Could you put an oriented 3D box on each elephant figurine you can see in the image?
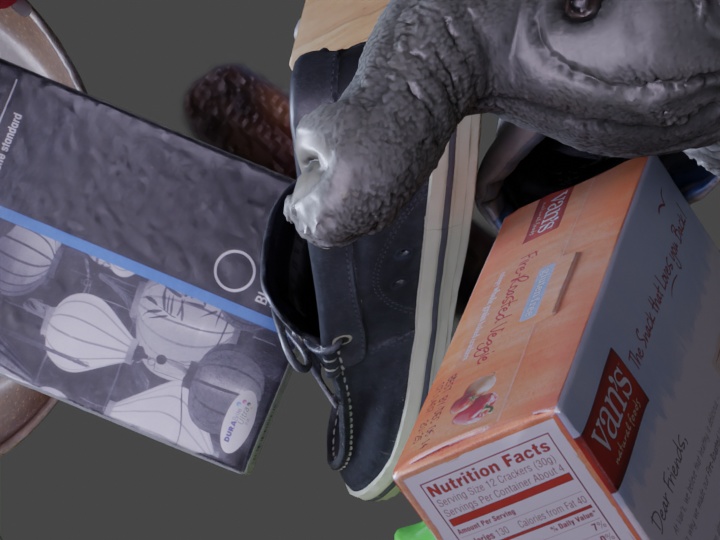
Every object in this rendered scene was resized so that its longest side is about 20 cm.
[{"bbox_3d":[0.085,-0.083,0.717,0.155,0.141,0.201,-18,53,34],"label":"elephant figurine"}]

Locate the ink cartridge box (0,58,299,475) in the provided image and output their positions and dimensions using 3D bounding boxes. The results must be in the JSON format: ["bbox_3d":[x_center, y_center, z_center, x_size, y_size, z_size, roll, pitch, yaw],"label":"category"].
[{"bbox_3d":[-0.110,-0.014,0.925,0.199,0.039,0.100,21,89,2],"label":"ink cartridge box"}]

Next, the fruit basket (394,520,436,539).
[{"bbox_3d":[-0.003,0.171,0.883,0.215,0.155,0.216,15,117,32],"label":"fruit basket"}]

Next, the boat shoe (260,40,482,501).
[{"bbox_3d":[0.000,0.000,0.858,0.062,0.200,0.075,4,52,-1],"label":"boat shoe"}]

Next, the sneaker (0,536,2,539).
[{"bbox_3d":[-0.181,0.048,0.957,0.070,0.080,0.201,-21,84,29],"label":"sneaker"}]

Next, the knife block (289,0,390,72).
[{"bbox_3d":[0.085,-0.123,0.852,0.175,0.064,0.201,21,102,26],"label":"knife block"}]

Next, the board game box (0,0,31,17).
[{"bbox_3d":[-0.107,-0.126,0.908,0.158,0.200,0.039,-23,123,39],"label":"board game box"}]

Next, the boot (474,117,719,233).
[{"bbox_3d":[0.123,-0.066,0.808,0.200,0.096,0.074,-29,110,31],"label":"boot"}]

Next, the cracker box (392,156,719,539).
[{"bbox_3d":[0.098,0.085,0.774,0.058,0.134,0.200,-23,111,29],"label":"cracker box"}]

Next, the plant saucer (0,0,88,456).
[{"bbox_3d":[-0.167,-0.023,1.005,0.200,0.037,0.201,3,98,26],"label":"plant saucer"}]
